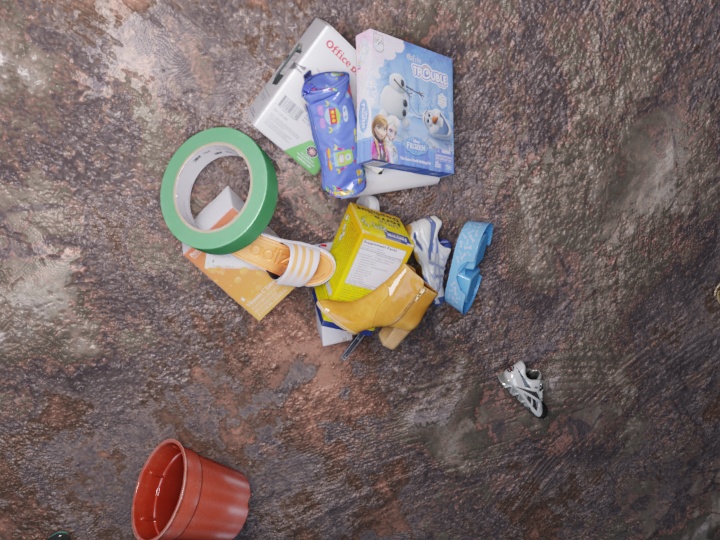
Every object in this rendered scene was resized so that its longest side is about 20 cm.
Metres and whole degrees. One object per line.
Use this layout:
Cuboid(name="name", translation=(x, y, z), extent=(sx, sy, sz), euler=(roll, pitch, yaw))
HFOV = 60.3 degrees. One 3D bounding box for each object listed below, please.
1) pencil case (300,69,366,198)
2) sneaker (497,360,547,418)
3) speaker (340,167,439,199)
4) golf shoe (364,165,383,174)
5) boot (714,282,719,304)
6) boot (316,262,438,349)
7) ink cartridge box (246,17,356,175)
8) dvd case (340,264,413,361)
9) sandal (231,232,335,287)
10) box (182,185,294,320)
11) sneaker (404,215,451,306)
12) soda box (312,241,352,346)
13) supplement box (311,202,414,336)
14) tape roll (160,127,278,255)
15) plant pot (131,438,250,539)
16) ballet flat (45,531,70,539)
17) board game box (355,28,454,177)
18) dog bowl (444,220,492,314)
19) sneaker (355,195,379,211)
Cuboid(name="pencil case", translation=(-0.042, -0.218, 1.002), extent=(0.085, 0.078, 0.204), euler=(-22, 125, -15))
Cuboid(name="sneaker", translation=(0.431, 0.298, 1.547), extent=(0.088, 0.075, 0.199), euler=(-42, 123, 10))
Cuboid(name="speaker", translation=(0.049, -0.187, 1.149), extent=(0.194, 0.082, 0.083), euler=(-11, 121, -13))
Cuboid(name="golf shoe", translation=(0.074, -0.239, 1.098), extent=(0.198, 0.098, 0.079), euler=(-35, 167, -17))
Cuboid(name="boot", translation=(0.995, 0.095, 1.631), extent=(0.150, 0.072, 0.206), euler=(5, 111, -22))
Cuboid(name="boot", translation=(0.033, 0.045, 1.073), extent=(0.198, 0.071, 0.146), euler=(26, 105, -32))
Cuboid(name="ink cartridge box", translation=(-0.075, -0.292, 1.047), extent=(0.145, 0.084, 0.201), euler=(35, 102, -32))
Cuboid(name="dvd case", translation=(0.036, 0.082, 1.258), extent=(0.016, 0.149, 0.202), euler=(38, 107, 3))
Cuboid(name="sandal", translation=(-0.139, -0.012, 1.065), extent=(0.201, 0.060, 0.081), euler=(17, 113, -17))
Cuboid(name="box", translation=(-0.214, -0.029, 1.136), extent=(0.124, 0.098, 0.200), euler=(-41, 122, 6))
Cuboid(name="sneaker", translation=(0.157, -0.017, 1.282), extent=(0.086, 0.076, 0.204), euler=(-25, 123, -4))
Cuboid(name="soda box", translation=(-0.057, 0.048, 1.252), extent=(0.066, 0.064, 0.205), euler=(-9, 121, -13))
Cuboid(name="supplement box", translation=(0.000, 0.000, 1.136), extent=(0.106, 0.110, 0.204), euler=(14, 117, -24))
Cuboid(name="tape roll", translation=(-0.234, -0.131, 1.023), extent=(0.199, 0.202, 0.048), euler=(-40, 161, 7))
Cuboid(name="plant pot", translation=(-0.353, 0.489, 1.328), extent=(0.193, 0.202, 0.202), euler=(31, 105, -38))
Cuboid(name="ballet flat", translation=(-0.711, 0.666, 1.365), extent=(0.200, 0.069, 0.068), euler=(-45, 122, 8))
Cuboid(name="board game box", translation=(0.077, -0.269, 1.028), extent=(0.196, 0.043, 0.206), euler=(1, 87, -41))
Cuboid(name="dog bowl", translation=(0.224, -0.010, 1.295), extent=(0.048, 0.111, 0.205), euler=(21, 119, 21))
Cuboid(name="sneaker", translation=(0.039, -0.058, 1.230), extent=(0.112, 0.074, 0.205), euler=(-7, 122, -25))
